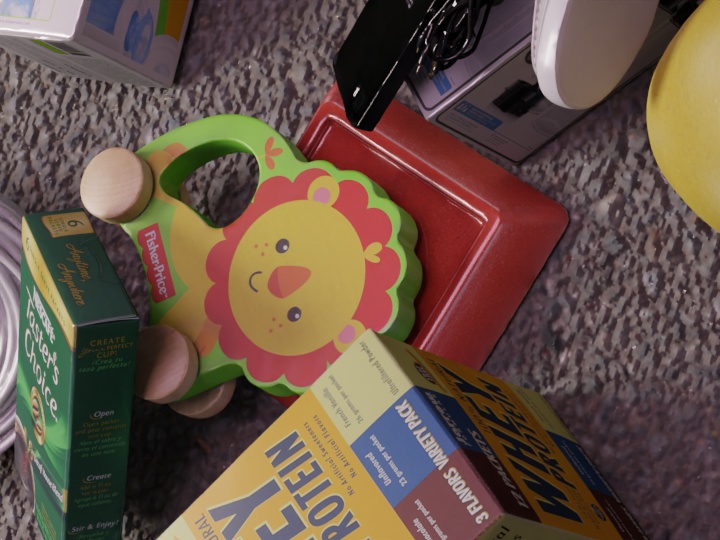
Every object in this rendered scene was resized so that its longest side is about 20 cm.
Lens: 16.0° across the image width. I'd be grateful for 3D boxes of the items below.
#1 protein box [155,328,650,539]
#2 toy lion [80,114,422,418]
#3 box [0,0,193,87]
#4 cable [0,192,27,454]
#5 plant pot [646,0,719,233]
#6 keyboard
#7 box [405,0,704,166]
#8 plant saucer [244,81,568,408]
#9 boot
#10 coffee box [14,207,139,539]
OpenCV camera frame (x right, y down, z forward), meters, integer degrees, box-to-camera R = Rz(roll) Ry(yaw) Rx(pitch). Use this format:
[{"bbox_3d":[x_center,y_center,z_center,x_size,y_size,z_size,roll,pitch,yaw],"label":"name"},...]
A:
[{"bbox_3d":[0.022,0.163,1.418,0.199,0.200,0.135,-45,59,14],"label":"protein box"},{"bbox_3d":[-0.060,-0.009,1.561,0.191,0.069,0.200,-24,65,17],"label":"toy lion"},{"bbox_3d":[-0.169,-0.235,1.692,0.101,0.112,0.201,9,82,34],"label":"box"},{"bbox_3d":[-0.289,0.033,1.663,0.199,0.069,0.200,16,103,-10],"label":"cable"},{"bbox_3d":[0.238,-0.085,1.376,0.142,0.200,0.201,-1,76,58],"label":"plant pot"},{"bbox_3d":[0.050,-0.156,1.430,0.200,0.040,0.104,-57,30,35],"label":"keyboard"},{"bbox_3d":[0.128,-0.153,1.486,0.200,0.117,0.060,-37,61,18],"label":"box"},{"bbox_3d":[0.000,0.000,1.574,0.200,0.037,0.200,35,97,34],"label":"plant saucer"},{"bbox_3d":[0.116,-0.189,1.403,0.095,0.073,0.200,15,85,44],"label":"boot"},{"bbox_3d":[-0.178,0.075,1.577,0.123,0.044,0.200,-120,31,-47],"label":"coffee box"}]
